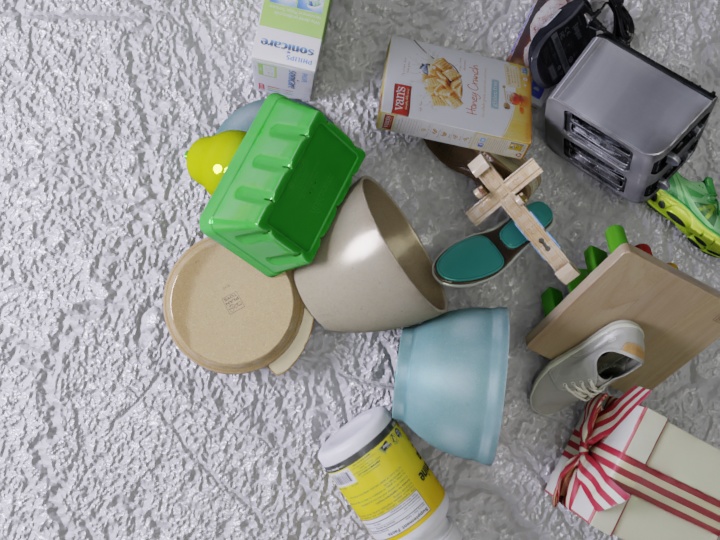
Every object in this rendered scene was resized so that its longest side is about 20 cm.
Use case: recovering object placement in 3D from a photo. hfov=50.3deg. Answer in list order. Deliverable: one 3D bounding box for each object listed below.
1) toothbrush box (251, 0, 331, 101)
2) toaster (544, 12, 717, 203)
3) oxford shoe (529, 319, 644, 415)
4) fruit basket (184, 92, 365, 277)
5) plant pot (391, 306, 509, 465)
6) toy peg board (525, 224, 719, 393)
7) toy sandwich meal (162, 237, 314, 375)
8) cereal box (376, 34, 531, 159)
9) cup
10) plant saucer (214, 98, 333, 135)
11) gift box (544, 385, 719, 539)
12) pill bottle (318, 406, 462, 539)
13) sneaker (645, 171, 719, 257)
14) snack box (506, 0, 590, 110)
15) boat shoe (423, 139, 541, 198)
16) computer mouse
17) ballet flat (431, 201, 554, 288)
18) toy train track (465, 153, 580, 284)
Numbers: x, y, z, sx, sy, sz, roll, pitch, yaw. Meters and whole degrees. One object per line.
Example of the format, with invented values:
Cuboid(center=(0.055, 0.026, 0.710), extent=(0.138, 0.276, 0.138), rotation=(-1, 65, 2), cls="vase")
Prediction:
Cuboid(center=(-0.081, -0.341, 0.996), extent=(0.086, 0.146, 0.201), rotation=(10, 88, -6), cls="toothbrush box")
Cuboid(center=(0.340, -0.199, 1.001), extent=(0.200, 0.181, 0.119), rotation=(39, 86, 19), cls="toaster")
Cuboid(center=(0.295, 0.141, 1.011), extent=(0.075, 0.200, 0.058), rotation=(24, 42, -21), cls="oxford shoe")
Cuboid(center=(-0.122, -0.111, 0.959), extent=(0.155, 0.215, 0.216), rotation=(37, 84, -37), cls="fruit basket")
Cuboid(center=(0.111, 0.140, 0.985), extent=(0.134, 0.200, 0.201), rotation=(6, 87, 6), cls="plant pot")
Cuboid(center=(0.356, 0.047, 1.025), extent=(0.199, 0.098, 0.200), rotation=(24, 129, -16), cls="toy peg board")
Cuboid(center=(-0.158, 0.045, 1.018), extent=(0.204, 0.070, 0.206), rotation=(0, 88, -1), cls="toy sandwich meal")
Cuboid(center=(0.126, -0.230, 1.012), extent=(0.199, 0.040, 0.144), rotation=(11, 58, -6), cls="cereal box")
Cuboid(center=(0.000, 0.000, 0.986), extent=(0.143, 0.200, 0.201), rotation=(-31, 91, 16), cls="cup")
Cuboid(center=(-0.110, -0.140, 1.039), extent=(0.200, 0.039, 0.202), rotation=(0, 87, -6), cls="plant saucer")
Cuboid(center=(0.367, 0.263, 1.000), extent=(0.186, 0.200, 0.185), rotation=(28, 81, -3), cls="gift box")
Cuboid(center=(0.043, 0.289, 1.004), extent=(0.112, 0.112, 0.200), rotation=(-35, 93, -6), cls="pill bottle")
Cuboid(center=(0.483, -0.087, 1.082), extent=(0.200, 0.074, 0.084), rotation=(41, 89, -3), cls="sneaker")
Cuboid(center=(0.265, -0.334, 1.092), extent=(0.072, 0.024, 0.201), rotation=(26, 86, -6), cls="snack box")
Cuboid(center=(0.161, -0.169, 1.061), extent=(0.200, 0.071, 0.065), rotation=(44, 50, 5), cls="boat shoe")
Cuboid(center=(0.302, -0.313, 1.068), extent=(0.200, 0.046, 0.140), rotation=(-51, 130, -10), cls="computer mouse")
Cuboid(center=(0.180, -0.025, 1.043), extent=(0.200, 0.069, 0.070), rotation=(-31, 92, -18), cls="ballet flat")
Cuboid(center=(0.207, -0.065, 0.980), extent=(0.115, 0.033, 0.200), rotation=(-41, 86, 25), cls="toy train track")
